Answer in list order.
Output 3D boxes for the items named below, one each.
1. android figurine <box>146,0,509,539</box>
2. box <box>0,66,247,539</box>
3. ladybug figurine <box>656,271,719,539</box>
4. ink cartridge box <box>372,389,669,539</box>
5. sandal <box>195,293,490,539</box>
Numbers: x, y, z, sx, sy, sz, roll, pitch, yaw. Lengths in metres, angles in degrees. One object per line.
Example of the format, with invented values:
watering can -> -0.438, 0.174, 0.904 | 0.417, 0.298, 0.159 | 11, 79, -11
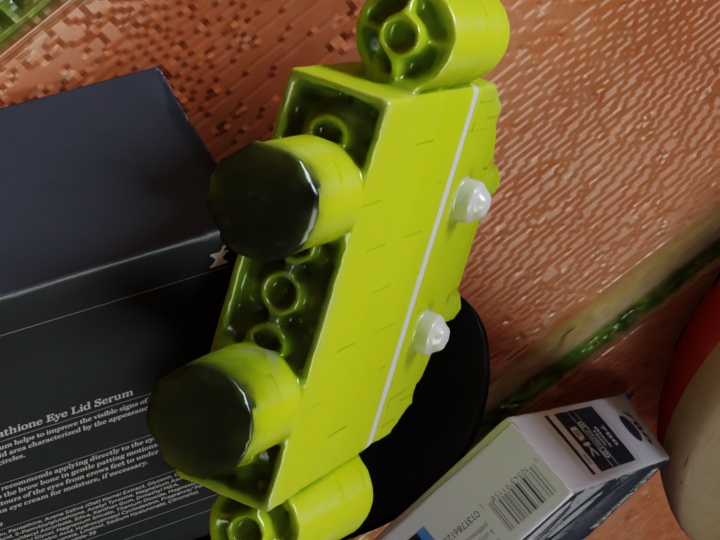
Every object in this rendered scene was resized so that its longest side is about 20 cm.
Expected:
android figurine -> 0.000, 0.000, 0.615 | 0.200, 0.041, 0.183 | -14, 123, -70
box -> -0.137, 0.037, 0.603 | 0.199, 0.079, 0.141 | -17, 142, -20
ladybug figurine -> 0.184, 0.032, 0.833 | 0.135, 0.072, 0.200 | 4, 129, -39
ink cartridge box -> 0.060, 0.094, 0.776 | 0.099, 0.039, 0.200 | -45, 167, 15
sandal -> -0.042, 0.068, 0.706 | 0.200, 0.075, 0.045 | -28, 159, -3
